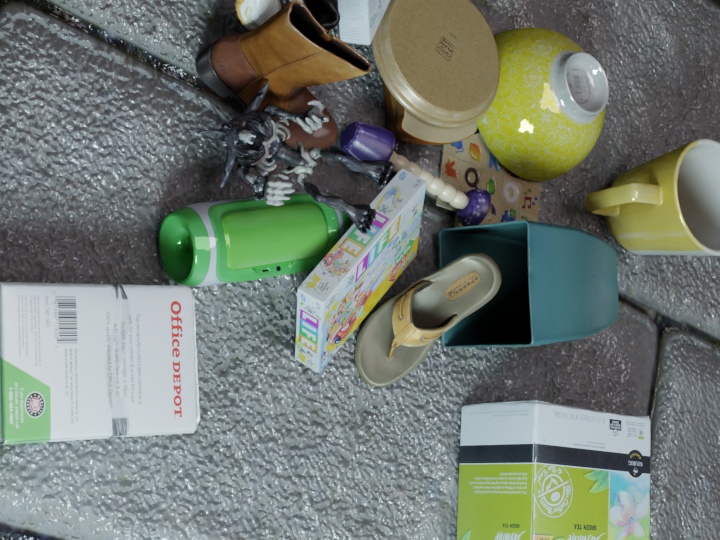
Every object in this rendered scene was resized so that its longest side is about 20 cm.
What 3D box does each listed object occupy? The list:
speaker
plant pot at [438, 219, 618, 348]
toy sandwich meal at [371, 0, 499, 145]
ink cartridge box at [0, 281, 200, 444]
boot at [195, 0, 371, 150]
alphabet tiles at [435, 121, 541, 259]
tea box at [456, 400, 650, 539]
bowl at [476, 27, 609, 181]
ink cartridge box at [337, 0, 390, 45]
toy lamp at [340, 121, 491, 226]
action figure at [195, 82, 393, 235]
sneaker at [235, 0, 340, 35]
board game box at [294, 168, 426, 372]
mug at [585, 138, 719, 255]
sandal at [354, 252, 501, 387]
[{"bbox_3d":[-0.107,-0.035,1.423,0.199,0.088,0.089,-9,89,-38],"label":"speaker"},{"bbox_3d":[0.213,0.019,1.630,0.200,0.141,0.142,1,86,-43],"label":"plant pot"},{"bbox_3d":[0.083,-0.246,1.615,0.205,0.070,0.206,9,72,-31],"label":"toy sandwich meal"},{"bbox_3d":[-0.260,0.087,1.287,0.199,0.084,0.147,3,82,-38],"label":"ink cartridge box"},{"bbox_3d":[-0.051,-0.200,1.416,0.188,0.200,0.069,41,61,-25],"label":"boot"},{"bbox_3d":[0.164,-0.122,1.694,0.166,0.006,0.201,17,73,-34],"label":"alphabet tiles"},{"bbox_3d":[0.230,0.262,1.606,0.199,0.133,0.198,10,78,-36],"label":"tea box"},{"bbox_3d":[0.245,-0.220,1.699,0.200,0.108,0.201,10,73,-37],"label":"bowl"},{"bbox_3d":[0.014,-0.384,1.490,0.200,0.040,0.200,-69,164,-47],"label":"ink cartridge box"},{"bbox_3d":[0.064,-0.113,1.579,0.200,0.058,0.058,26,68,-28],"label":"toy lamp"},{"bbox_3d":[-0.066,-0.117,1.381,0.199,0.102,0.119,23,87,-11],"label":"action figure"},{"bbox_3d":[-0.057,-0.260,1.450,0.200,0.087,0.076,17,82,-69],"label":"sneaker"},{"bbox_3d":[0.000,0.000,1.477,0.034,0.135,0.200,29,58,17],"label":"board game box"},{"bbox_3d":[0.390,-0.095,1.770,0.186,0.153,0.150,39,62,-26],"label":"mug"},{"bbox_3d":[0.073,0.051,1.522,0.200,0.054,0.080,-38,88,0],"label":"sandal"}]
